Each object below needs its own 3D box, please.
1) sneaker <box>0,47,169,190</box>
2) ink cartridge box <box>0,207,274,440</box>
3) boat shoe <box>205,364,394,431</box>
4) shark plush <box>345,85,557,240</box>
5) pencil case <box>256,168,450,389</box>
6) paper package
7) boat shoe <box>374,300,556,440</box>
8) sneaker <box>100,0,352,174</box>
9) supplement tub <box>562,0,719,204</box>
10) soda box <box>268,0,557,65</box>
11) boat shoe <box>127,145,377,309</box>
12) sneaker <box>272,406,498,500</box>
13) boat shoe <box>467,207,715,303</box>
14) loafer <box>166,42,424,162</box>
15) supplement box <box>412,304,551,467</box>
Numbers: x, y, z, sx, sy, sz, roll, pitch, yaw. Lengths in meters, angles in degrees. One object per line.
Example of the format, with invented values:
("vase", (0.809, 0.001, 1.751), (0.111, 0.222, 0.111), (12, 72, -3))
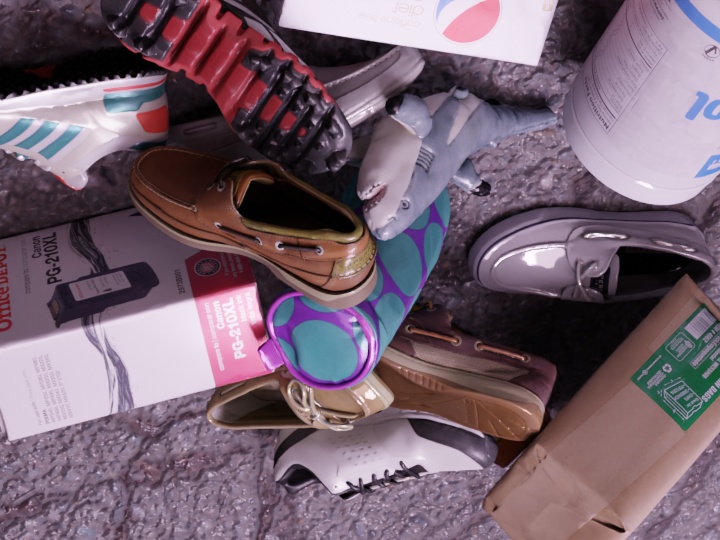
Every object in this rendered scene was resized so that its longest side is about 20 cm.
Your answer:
("sneaker", (-0.228, -0.095, 1.217), (0.198, 0.070, 0.094), (-10, 118, -12))
("ink cartridge box", (-0.176, 0.028, 1.266), (0.199, 0.145, 0.085), (-14, 123, -6))
("boat shoe", (-0.049, 0.096, 1.317), (0.073, 0.200, 0.063), (49, 64, -27))
("shark plush", (0.064, -0.084, 1.280), (0.091, 0.084, 0.199), (-35, 170, 40))
("pencil case", (0.000, 0.000, 1.261), (0.092, 0.200, 0.086), (-11, 116, 27))
("paper package", (0.209, 0.130, 1.365), (0.200, 0.103, 0.191), (-44, 171, -21))
("boat shoe", (0.051, 0.062, 1.307), (0.199, 0.072, 0.072), (17, 149, 16))
("sneaker", (-0.082, -0.147, 1.190), (0.200, 0.098, 0.071), (38, 115, -6))
("supplement tub", (0.240, -0.154, 1.228), (0.131, 0.133, 0.200), (5, 145, -18))
("soda box", (0.037, -0.200, 1.225), (0.199, 0.064, 0.068), (6, 121, -19))
("boat shoe", (-0.074, -0.048, 1.174), (0.199, 0.072, 0.068), (23, 146, 20))
("sneaker", (0.017, 0.149, 1.378), (0.199, 0.080, 0.074), (0, 150, 32))
("boat shoe", (0.188, -0.004, 1.390), (0.199, 0.066, 0.072), (0, 122, -15))
("loafer", (-0.050, -0.119, 1.248), (0.199, 0.070, 0.070), (-27, 94, 7))
("supplement box", (0.060, 0.084, 1.414), (0.199, 0.067, 0.069), (32, 113, -29))
